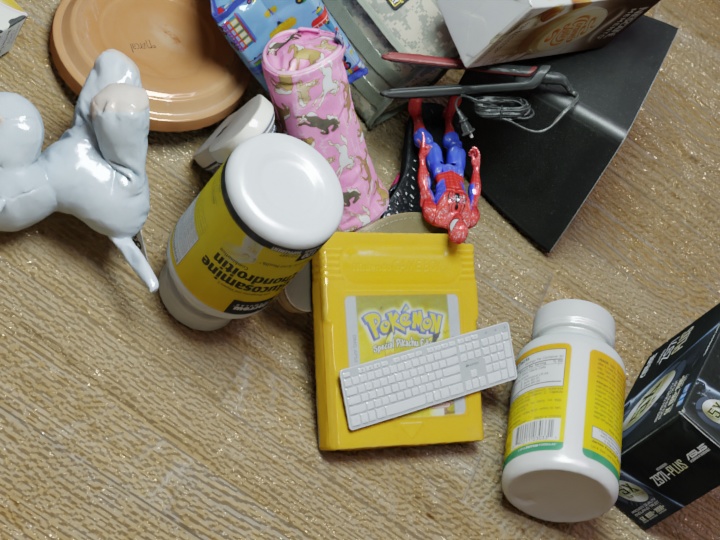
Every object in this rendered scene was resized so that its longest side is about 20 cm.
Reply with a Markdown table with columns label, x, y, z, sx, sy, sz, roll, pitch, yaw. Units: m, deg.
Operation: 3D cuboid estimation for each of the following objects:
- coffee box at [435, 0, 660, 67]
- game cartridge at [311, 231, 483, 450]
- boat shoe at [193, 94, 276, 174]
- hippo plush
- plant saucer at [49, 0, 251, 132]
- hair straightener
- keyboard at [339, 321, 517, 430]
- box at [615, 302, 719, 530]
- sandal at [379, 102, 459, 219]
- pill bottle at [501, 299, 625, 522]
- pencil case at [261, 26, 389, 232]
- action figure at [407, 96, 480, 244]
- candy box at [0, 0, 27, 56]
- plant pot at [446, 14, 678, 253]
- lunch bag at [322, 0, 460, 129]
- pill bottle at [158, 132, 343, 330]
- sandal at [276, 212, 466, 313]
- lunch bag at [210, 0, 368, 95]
| label | x | y | z | sx | sy | sz | roll | pitch | yaw |
| --- | --- | --- | --- | --- | --- | --- | --- | --- | --- |
| coffee box | 0.188 | -0.267 | 1.659 | 0.199 | 0.114 | 0.080 | -14 | 75 | -38 |
| game cartridge | 0.036 | 0.065 | 1.616 | 0.175 | 0.032 | 0.202 | 0 | 86 | -32 |
| boat shoe | -0.091 | -0.102 | 1.589 | 0.093 | 0.200 | 0.075 | 42 | 82 | -10 |
| hippo plush | -0.272 | -0.093 | 1.523 | 0.159 | 0.159 | 0.202 | -5 | 108 | -14 |
| plant saucer | -0.200 | -0.219 | 1.664 | 0.199 | 0.032 | 0.201 | 11 | 49 | -13 |
| hair straightener | 0.116 | -0.169 | 1.687 | 0.198 | 0.041 | 0.078 | 4 | 97 | -3 |
| keyboard | 0.066 | 0.098 | 1.609 | 0.199 | 0.011 | 0.057 | -14 | 91 | -32 |
| box | 0.335 | 0.136 | 1.719 | 0.086 | 0.164 | 0.200 | 40 | 50 | -4 |
| sandal | 0.061 | -0.077 | 1.753 | 0.075 | 0.045 | 0.201 | 19 | 62 | -10 |
| pill bottle | 0.201 | 0.132 | 1.671 | 0.112 | 0.113 | 0.201 | 23 | 52 | -18 |
| pencil case | -0.032 | -0.131 | 1.623 | 0.086 | 0.201 | 0.083 | -26 | 36 | -14 |
| action figure | 0.084 | -0.102 | 1.686 | 0.065 | 0.052 | 0.201 | 8 | 47 | -17 |
| candy box | -0.416 | -0.219 | 1.536 | 0.136 | 0.061 | 0.200 | 45 | 48 | 1 |
| plant pot | 0.195 | -0.181 | 1.820 | 0.177 | 0.200 | 0.200 | 31 | 49 | 2 |
| lunch bag | 0.036 | -0.271 | 1.760 | 0.117 | 0.200 | 0.164 | -33 | 83 | -41 |
| pill bottle | -0.105 | -0.026 | 1.519 | 0.111 | 0.200 | 0.113 | 15 | 55 | -23 |
| sandal | -0.001 | -0.006 | 1.659 | 0.210 | 0.069 | 0.078 | -16 | 94 | -32 |
| lunch bag | -0.095 | -0.260 | 1.694 | 0.151 | 0.094 | 0.200 | 51 | 3 | -37 |
